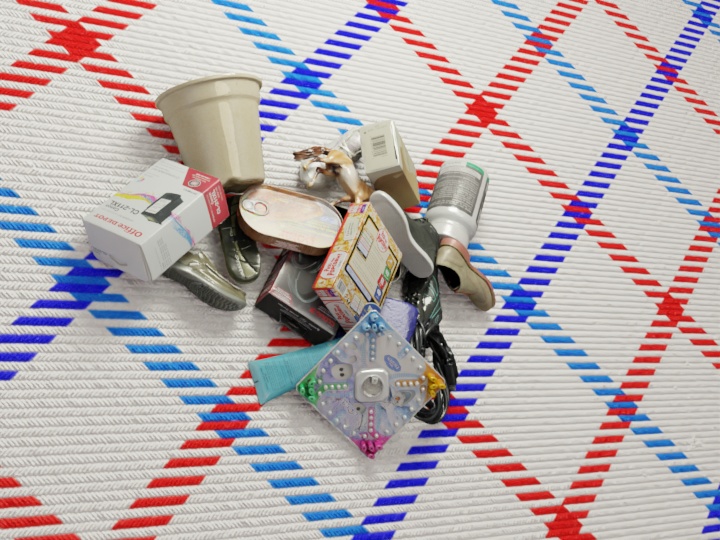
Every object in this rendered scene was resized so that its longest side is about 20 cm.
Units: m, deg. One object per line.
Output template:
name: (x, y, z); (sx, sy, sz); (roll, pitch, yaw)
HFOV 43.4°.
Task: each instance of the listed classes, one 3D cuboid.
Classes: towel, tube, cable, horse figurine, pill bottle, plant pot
towel: (0.021, 0.143, 1.697); (0.146, 0.050, 0.202); (16, 62, 0)
tube: (-0.096, 0.169, 1.615); (0.198, 0.050, 0.078); (-18, 73, -13)
cable: (0.123, 0.185, 1.704); (0.163, 0.050, 0.202); (-42, 125, -46)
horse figurine: (-0.039, -0.171, 1.737); (0.200, 0.050, 0.132); (50, 49, 1)
pill bottle: (0.197, -0.127, 1.897); (0.112, 0.113, 0.201); (30, 57, -16)
plant pot: (-0.254, -0.235, 1.645); (0.199, 0.200, 0.185); (-12, 86, -34)

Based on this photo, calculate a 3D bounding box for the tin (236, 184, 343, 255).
tin: (-0.128, -0.090, 1.648); (0.198, 0.042, 0.113); (15, 51, -15)

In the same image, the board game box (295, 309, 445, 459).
board game box: (0.021, 0.206, 1.606); (0.200, 0.026, 0.200); (-45, 106, 2)

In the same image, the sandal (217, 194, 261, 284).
sandal: (-0.222, -0.056, 1.651); (0.079, 0.058, 0.203); (-1, 57, -8)

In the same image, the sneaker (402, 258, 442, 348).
sneaker: (0.126, 0.062, 1.811); (0.079, 0.075, 0.202); (36, 57, -34)

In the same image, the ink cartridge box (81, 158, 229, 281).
ink cartridge box: (-0.345, -0.089, 1.536); (0.145, 0.083, 0.200); (21, 48, 28)

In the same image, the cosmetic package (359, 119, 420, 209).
cosmetic package: (0.061, -0.205, 1.802); (0.070, 0.200, 0.106); (-12, 70, 12)

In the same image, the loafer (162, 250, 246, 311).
loafer: (-0.279, 0.000, 1.584); (0.199, 0.075, 0.070); (34, 60, -14)

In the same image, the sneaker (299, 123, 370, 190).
sneaker: (-0.045, -0.236, 1.810); (0.075, 0.099, 0.200); (50, 55, -4)

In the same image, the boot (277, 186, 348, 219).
boot: (-0.091, -0.120, 1.748); (0.199, 0.075, 0.074); (23, 61, -19)

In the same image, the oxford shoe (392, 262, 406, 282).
oxford shoe: (0.076, -0.033, 1.819); (0.075, 0.058, 0.200); (43, 53, -5)

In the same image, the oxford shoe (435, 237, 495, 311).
oxford shoe: (0.208, 0.026, 1.844); (0.200, 0.070, 0.075); (49, 55, -30)

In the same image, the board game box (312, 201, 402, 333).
board game box: (0.000, 0.000, 1.657); (0.152, 0.046, 0.201); (56, 46, -39)

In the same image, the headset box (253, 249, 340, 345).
headset box: (-0.094, 0.031, 1.679); (0.148, 0.077, 0.201); (34, 55, -14)

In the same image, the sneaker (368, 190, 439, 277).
sneaker: (0.086, -0.089, 1.774); (0.201, 0.070, 0.099); (53, 34, -21)
